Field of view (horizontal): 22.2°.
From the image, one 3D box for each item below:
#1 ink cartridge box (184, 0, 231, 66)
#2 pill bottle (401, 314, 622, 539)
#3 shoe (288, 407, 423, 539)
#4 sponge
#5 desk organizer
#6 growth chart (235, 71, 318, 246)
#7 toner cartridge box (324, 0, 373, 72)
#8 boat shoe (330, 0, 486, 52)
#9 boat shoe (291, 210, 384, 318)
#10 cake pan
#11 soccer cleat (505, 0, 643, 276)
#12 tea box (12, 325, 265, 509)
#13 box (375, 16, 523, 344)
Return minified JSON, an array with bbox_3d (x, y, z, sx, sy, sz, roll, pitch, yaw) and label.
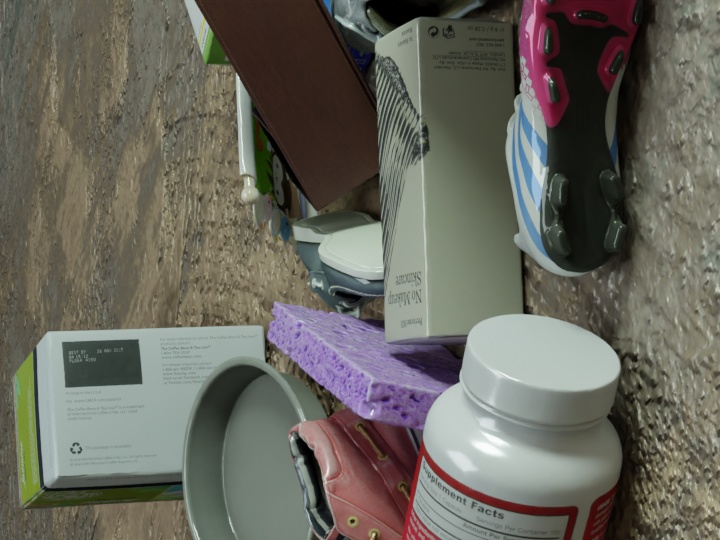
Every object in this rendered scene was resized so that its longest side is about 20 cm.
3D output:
[{"bbox_3d":[-0.107,-0.295,1.593,0.200,0.075,0.148,-111,29,-41],"label":"ink cartridge box"},{"bbox_3d":[0.083,0.132,1.027,0.112,0.112,0.201,-125,40,-57],"label":"pill bottle"},{"bbox_3d":[0.023,0.177,1.181,0.072,0.091,0.201,117,136,-57],"label":"shoe"},{"bbox_3d":[0.020,0.065,1.198,0.200,0.111,0.030,-148,70,-66],"label":"sponge"},{"bbox_3d":[-0.051,-0.147,1.296,0.200,0.077,0.072,60,175,-29],"label":"desk organizer"},{"bbox_3d":[-0.064,-0.088,1.421,0.200,0.018,0.145,37,-135,-73],"label":"growth chart"},{"bbox_3d":[-0.002,-0.230,1.355,0.200,0.043,0.095,119,144,-53],"label":"toner cartridge box"},{"bbox_3d":[0.033,-0.179,1.211,0.202,0.074,0.065,-21,57,61],"label":"boat shoe"},{"bbox_3d":[0.000,0.000,1.331,0.200,0.073,0.062,-150,48,-70],"label":"boat shoe"},{"bbox_3d":[-0.081,0.171,1.513,0.200,0.037,0.201,-1,89,53],"label":"cake pan"},{"bbox_3d":[0.108,-0.098,1.017,0.086,0.070,0.201,-159,70,-68],"label":"soccer cleat"},{"bbox_3d":[-0.203,0.136,1.682,0.197,0.199,0.134,142,124,-67],"label":"tea box"},{"bbox_3d":[0.055,-0.054,1.164,0.082,0.068,0.201,162,107,-69],"label":"box"}]
